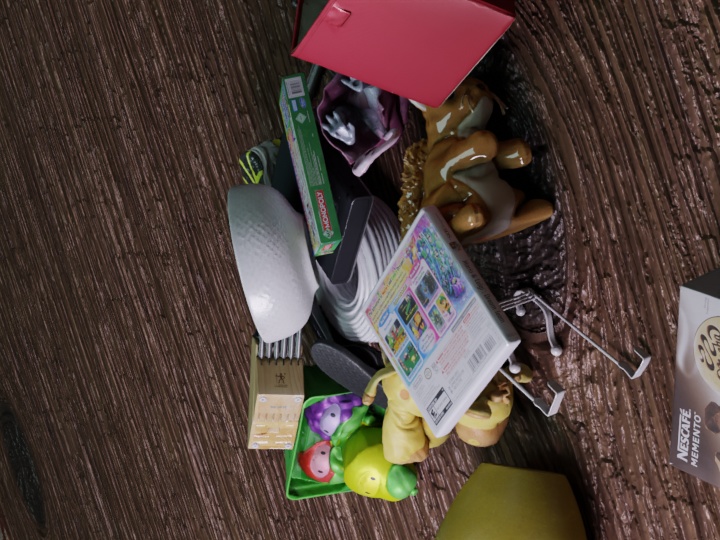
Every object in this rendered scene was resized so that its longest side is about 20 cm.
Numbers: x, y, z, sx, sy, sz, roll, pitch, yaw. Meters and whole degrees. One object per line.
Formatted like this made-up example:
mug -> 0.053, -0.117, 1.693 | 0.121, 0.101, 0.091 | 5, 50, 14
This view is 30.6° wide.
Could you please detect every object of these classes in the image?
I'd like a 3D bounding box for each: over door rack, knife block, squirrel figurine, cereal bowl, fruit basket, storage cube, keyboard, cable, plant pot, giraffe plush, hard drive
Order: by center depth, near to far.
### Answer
storage cube -> 0.048, -0.308, 1.382 | 0.200, 0.179, 0.171 | -45, 33, 51
over door rack -> 0.192, 0.096, 1.450 | 0.200, 0.147, 0.067 | 32, 129, 43
squirrel figurine -> 0.099, -0.119, 1.496 | 0.200, 0.141, 0.187 | -28, 76, 53
plant pot -> 0.182, 0.304, 1.552 | 0.200, 0.200, 0.142 | -1, 78, 54
giraffe plush -> 0.116, 0.148, 1.577 | 0.162, 0.173, 0.200 | 10, 147, 31
cereal bowl -> -0.101, -0.015, 1.638 | 0.200, 0.083, 0.201 | -12, -90, -88
hard drive -> -0.054, -0.099, 1.688 | 0.200, 0.033, 0.140 | 55, 142, 39
cable -> 0.000, 0.000, 1.722 | 0.200, 0.069, 0.200 | 61, 146, 30
knife block -> -0.116, 0.124, 1.790 | 0.200, 0.064, 0.176 | 103, 166, -50
keyboard -> -0.063, 0.062, 1.820 | 0.127, 0.021, 0.200 | 61, 173, 6
fruit basket -> -0.016, 0.249, 1.828 | 0.216, 0.155, 0.216 | 175, 90, -69

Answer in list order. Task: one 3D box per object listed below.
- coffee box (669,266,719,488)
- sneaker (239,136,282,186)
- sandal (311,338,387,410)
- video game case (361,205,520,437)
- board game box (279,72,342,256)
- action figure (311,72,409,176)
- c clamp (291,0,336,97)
coffee box -> 0.371, 0.110, 1.271 | 0.113, 0.080, 0.201 | 24, 124, 45
sneaker -> -0.111, -0.101, 1.852 | 0.075, 0.076, 0.200 | 42, 154, 32
sandal -> 0.021, 0.139, 1.727 | 0.200, 0.048, 0.075 | 33, 148, -17
video game case -> 0.082, 0.059, 1.441 | 0.182, 0.024, 0.200 | 59, 145, 24
board game box -> -0.061, -0.123, 1.574 | 0.135, 0.029, 0.201 | 136, 122, -82
action figure -> 0.024, -0.185, 1.556 | 0.134, 0.200, 0.149 | -40, 73, 8
c clamp -> -0.052, -0.231, 1.748 | 0.171, 0.027, 0.200 | 44, 136, 26
